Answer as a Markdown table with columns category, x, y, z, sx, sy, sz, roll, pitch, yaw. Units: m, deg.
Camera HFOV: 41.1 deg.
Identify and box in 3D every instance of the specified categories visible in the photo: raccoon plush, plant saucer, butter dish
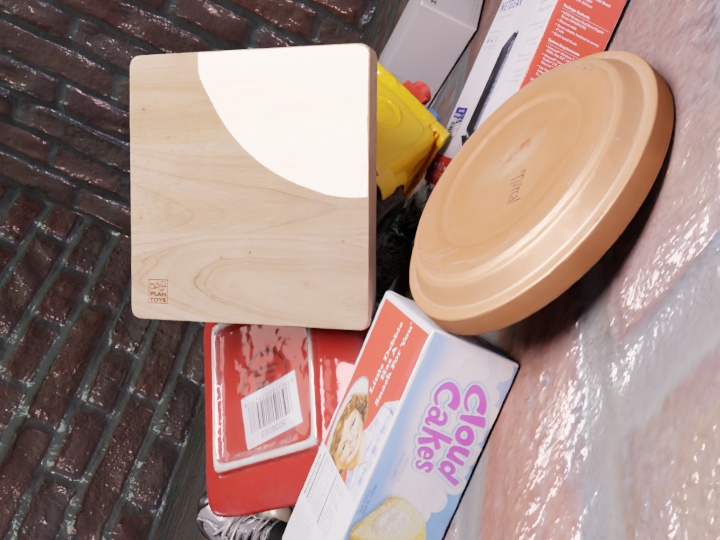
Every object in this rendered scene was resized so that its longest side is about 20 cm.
| category | x | y | z | sx | sy | sz | roll | pitch | yaw |
| --- | --- | --- | --- | --- | --- | --- | --- | --- | --- |
| raccoon plush | 0.000 | 0.000 | 0.975 | 0.135 | 0.096 | 0.200 | -66 | 7 | -33 |
| plant saucer | 0.099 | -0.054 | 0.586 | 0.200 | 0.032 | 0.202 | -43 | 24 | 25 |
| butter dish | -0.034 | 0.107 | 0.839 | 0.198 | 0.147 | 0.203 | -22 | 62 | 38 |

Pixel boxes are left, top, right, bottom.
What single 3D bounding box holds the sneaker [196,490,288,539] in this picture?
| category | x | y | z | sx | sy | sz | roll | pitch | yaw |
| --- | --- | --- | --- | --- | --- | --- | --- | --- | --- |
| sneaker | -0.116 | 0.263 | 0.951 | 0.075 | 0.116 | 0.200 | -42 | -5 | -30 |

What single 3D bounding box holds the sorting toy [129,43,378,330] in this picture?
| category | x | y | z | sx | sy | sz | roll | pitch | yaw |
| --- | --- | --- | --- | --- | --- | --- | --- | --- | --- |
| sorting toy | -0.075 | -0.063 | 0.742 | 0.069 | 0.196 | 0.203 | -10 | -79 | -70 |

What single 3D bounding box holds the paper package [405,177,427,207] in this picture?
| category | x | y | z | sx | sy | sz | roll | pitch | yaw |
| --- | --- | --- | --- | --- | --- | --- | --- | --- | --- |
| paper package | -0.021 | -0.140 | 1.153 | 0.192 | 0.197 | 0.104 | -82 | 18 | -55 |

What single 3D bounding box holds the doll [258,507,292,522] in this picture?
| category | x | y | z | sx | sy | sz | roll | pitch | yaw |
| --- | --- | --- | --- | --- | --- | --- | --- | --- | --- |
| doll | -0.068 | 0.198 | 1.080 | 0.136 | 0.048 | 0.204 | -158 | 84 | -72 |

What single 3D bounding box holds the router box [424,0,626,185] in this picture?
| category | x | y | z | sx | sy | sz | roll | pitch | yaw |
| --- | --- | --- | --- | --- | --- | --- | --- | --- | --- |
| router box | 0.124 | -0.139 | 0.777 | 0.200 | 0.048 | 0.182 | -120 | 53 | -79 |

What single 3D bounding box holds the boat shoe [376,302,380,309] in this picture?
| category | x | y | z | sx | sy | sz | roll | pitch | yaw |
| --- | --- | --- | --- | --- | --- | --- | --- | --- | --- |
| boat shoe | -0.022 | 0.126 | 0.952 | 0.060 | 0.074 | 0.201 | 31 | 81 | 40 |

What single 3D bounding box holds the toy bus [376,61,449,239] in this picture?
| category | x | y | z | sx | sy | sz | roll | pitch | yaw |
| --- | --- | --- | --- | --- | --- | --- | --- | --- | --- |
| toy bus | -0.006 | -0.092 | 0.884 | 0.191 | 0.136 | 0.201 | -39 | -12 | -39 |

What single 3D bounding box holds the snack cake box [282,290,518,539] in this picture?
| category | x | y | z | sx | sy | sz | roll | pitch | yaw |
| --- | --- | --- | --- | --- | --- | --- | --- | --- | --- |
| snack cake box | 0.020 | 0.128 | 0.651 | 0.203 | 0.066 | 0.115 | -67 | 15 | 5 |

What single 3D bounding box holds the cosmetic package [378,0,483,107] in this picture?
| category | x | y | z | sx | sy | sz | roll | pitch | yaw |
| --- | --- | --- | --- | --- | --- | --- | --- | --- | --- |
| cosmetic package | 0.086 | -0.305 | 1.284 | 0.200 | 0.084 | 0.109 | 127 | 163 | -55 |
